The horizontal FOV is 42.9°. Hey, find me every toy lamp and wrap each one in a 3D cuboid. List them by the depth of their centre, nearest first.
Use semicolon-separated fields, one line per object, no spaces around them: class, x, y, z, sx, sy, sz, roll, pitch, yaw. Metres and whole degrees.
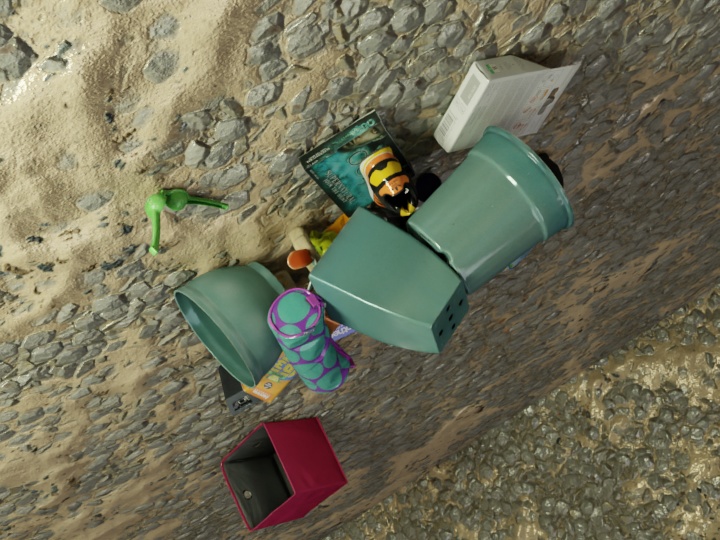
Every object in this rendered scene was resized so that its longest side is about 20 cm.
toy lamp;0.163;-0.123;1.624;0.058;0.059;0.200;-37;152;18

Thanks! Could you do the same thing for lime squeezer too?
lime squeezer;-0.250;-0.084;1.253;0.038;0.070;0.200;-63;172;28

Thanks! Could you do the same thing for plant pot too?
plant pot;0.055;0.028;1.379;0.142;0.199;0.142;-54;151;-19
plant pot;0.187;-0.080;1.396;0.196;0.200;0.200;-41;157;-7
plant pot;-0.188;0.071;1.485;0.134;0.200;0.201;-40;160;-21

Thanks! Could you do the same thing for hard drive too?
hard drive;-0.182;0.176;1.751;0.199;0.135;0.042;-33;129;7

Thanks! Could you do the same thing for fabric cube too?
fabric cube;-0.192;0.505;2.290;0.200;0.197;0.198;-44;153;29

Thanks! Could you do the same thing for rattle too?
rattle;-0.041;-0.037;1.454;0.141;0.131;0.200;-17;171;1

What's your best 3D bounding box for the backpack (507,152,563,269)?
backpack;0.291;-0.098;1.717;0.200;0.154;0.163;-37;-173;49

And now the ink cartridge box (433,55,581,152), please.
ink cartridge box;0.228;-0.267;1.432;0.199;0.050;0.161;-19;154;-32

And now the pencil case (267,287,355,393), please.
pencil case;-0.075;0.114;1.443;0.092;0.086;0.201;-24;144;-1

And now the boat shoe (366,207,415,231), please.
boat shoe;0.049;-0.077;1.539;0.056;0.068;0.200;-11;-178;28

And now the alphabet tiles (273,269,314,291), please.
alphabet tiles;-0.138;0.101;1.644;0.199;0.015;0.196;-30;119;1

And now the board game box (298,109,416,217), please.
board game box;0.000;-0.160;1.409;0.135;0.028;0.200;-32;156;7

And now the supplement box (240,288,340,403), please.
supplement box;-0.123;0.131;1.560;0.066;0.069;0.200;29;112;-33

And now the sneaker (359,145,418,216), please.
sneaker;0.057;-0.111;1.418;0.070;0.090;0.200;-31;156;4

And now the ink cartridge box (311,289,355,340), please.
ink cartridge box;-0.102;0.096;1.617;0.198;0.044;0.095;-25;121;-2
